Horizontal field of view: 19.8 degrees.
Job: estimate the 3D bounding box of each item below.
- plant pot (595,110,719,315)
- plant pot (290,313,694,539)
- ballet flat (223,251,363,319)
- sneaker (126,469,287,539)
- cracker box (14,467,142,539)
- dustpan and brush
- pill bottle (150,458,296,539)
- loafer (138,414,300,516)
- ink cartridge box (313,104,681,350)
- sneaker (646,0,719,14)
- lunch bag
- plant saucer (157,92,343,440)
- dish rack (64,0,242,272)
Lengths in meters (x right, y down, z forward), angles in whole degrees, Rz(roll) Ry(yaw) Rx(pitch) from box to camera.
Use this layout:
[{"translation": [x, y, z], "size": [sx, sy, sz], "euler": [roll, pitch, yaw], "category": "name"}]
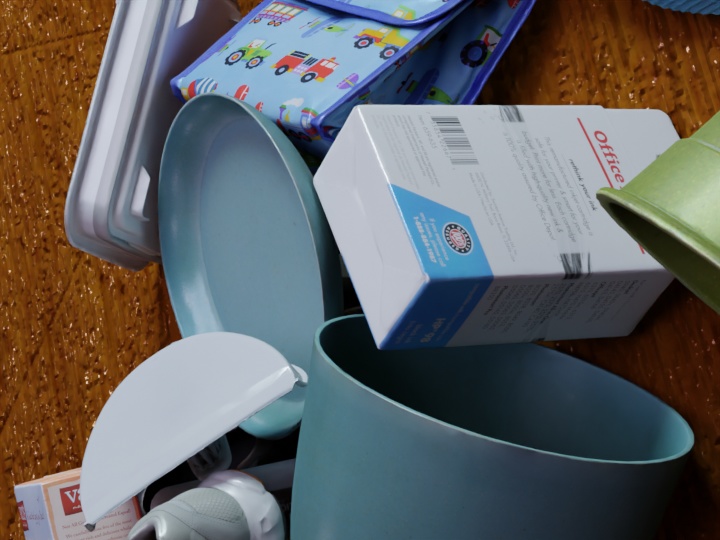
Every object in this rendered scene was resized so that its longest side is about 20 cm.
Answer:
[{"translation": [0.248, -0.047, 0.979], "size": [0.190, 0.200, 0.200], "euler": [-51, 52, 0], "category": "plant pot"}, {"translation": [0.053, 0.132, 1.068], "size": [0.200, 0.200, 0.161], "euler": [27, 109, 40], "category": "plant pot"}, {"translation": [0.000, 0.000, 1.221], "size": [0.200, 0.067, 0.068], "euler": [-24, 64, 31], "category": "ballet flat"}, {"translation": [-0.097, 0.205, 1.068], "size": [0.076, 0.092, 0.200], "euler": [11, 103, 37], "category": "sneaker"}, {"translation": [-0.148, 0.215, 1.210], "size": [0.134, 0.058, 0.200], "euler": [159, 98, -73], "category": "cracker box"}, {"translation": [-0.098, 0.072, 1.154], "size": [0.139, 0.057, 0.200], "euler": [-34, 30, 2], "category": "dustpan and brush"}, {"translation": [-0.047, 0.210, 1.159], "size": [0.109, 0.109, 0.200], "euler": [-16, 84, 35], "category": "pill bottle"}, {"translation": [-0.109, 0.135, 1.274], "size": [0.200, 0.063, 0.072], "euler": [-31, 61, 28], "category": "loafer"}, {"translation": [0.089, -0.025, 1.099], "size": [0.067, 0.200, 0.116], "euler": [-58, 43, 45], "category": "ink cartridge box"}, {"translation": [0.148, -0.210, 1.153], "size": [0.200, 0.077, 0.081], "euler": [29, 57, 25], "category": "sneaker"}, {"translation": [0.013, -0.138, 1.228], "size": [0.150, 0.094, 0.200], "euler": [18, 62, 49], "category": "lunch bag"}, {"translation": [-0.061, -0.004, 1.178], "size": [0.200, 0.027, 0.201], "euler": [31, 127, 52], "category": "plant saucer"}, {"translation": [-0.119, -0.099, 1.295], "size": [0.043, 0.172, 0.200], "euler": [13, 85, 13], "category": "dish rack"}]
